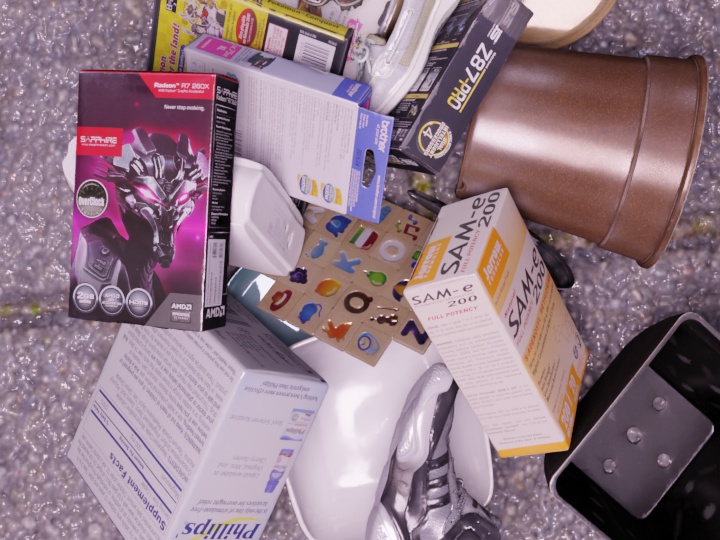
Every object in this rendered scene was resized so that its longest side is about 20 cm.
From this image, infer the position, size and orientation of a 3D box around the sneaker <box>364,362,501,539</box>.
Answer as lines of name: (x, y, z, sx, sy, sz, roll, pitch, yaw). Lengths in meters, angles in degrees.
sneaker: (0.078, 0.189, 0.844, 0.112, 0.076, 0.203, 17, 96, -3)

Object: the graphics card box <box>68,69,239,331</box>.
graphics card box: (-0.167, -0.057, 0.759, 0.123, 0.051, 0.204, 5, 94, 15)

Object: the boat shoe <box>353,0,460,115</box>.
boat shoe: (0.034, -0.218, 0.828, 0.064, 0.075, 0.203, 27, 109, -18)

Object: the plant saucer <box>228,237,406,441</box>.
plant saucer: (-0.052, 0.069, 0.957, 0.196, 0.027, 0.204, 0, 91, -4)

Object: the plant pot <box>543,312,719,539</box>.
plant pot: (0.292, 0.173, 0.900, 0.199, 0.177, 0.200, 40, 89, -2)

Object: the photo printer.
photo printer: (-0.164, -0.062, 0.866, 0.197, 0.167, 0.070, 14, 77, 14)

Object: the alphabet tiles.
alphabet tiles: (0.000, 0.000, 0.908, 0.198, 0.006, 0.167, 25, 62, 22)

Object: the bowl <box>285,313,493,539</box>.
bowl: (0.018, 0.148, 0.912, 0.196, 0.075, 0.203, -12, 92, -3)

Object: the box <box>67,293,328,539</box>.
box: (-0.152, 0.138, 0.855, 0.104, 0.183, 0.202, 16, 104, -46)

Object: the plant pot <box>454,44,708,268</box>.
plant pot: (0.198, -0.121, 0.893, 0.195, 0.200, 0.204, 12, 90, 4)

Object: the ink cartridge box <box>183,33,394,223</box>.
ink cartridge box: (-0.062, -0.125, 0.843, 0.197, 0.042, 0.121, 21, 133, 14)

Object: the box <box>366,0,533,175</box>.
box: (0.062, -0.173, 0.873, 0.049, 0.200, 0.163, 30, 89, -18)

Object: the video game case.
video game case: (-0.114, -0.165, 0.887, 0.178, 0.026, 0.202, 20, 130, 1)

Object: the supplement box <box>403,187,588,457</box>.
supplement box: (0.127, 0.048, 0.838, 0.073, 0.127, 0.201, -14, 121, 32)

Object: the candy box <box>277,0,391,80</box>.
candy box: (-0.079, -0.249, 0.930, 0.198, 0.072, 0.170, 25, 89, -2)

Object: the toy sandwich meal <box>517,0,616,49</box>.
toy sandwich meal: (0.165, -0.315, 0.929, 0.201, 0.070, 0.208, 4, 113, 10)

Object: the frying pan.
frying pan: (0.132, -0.019, 0.907, 0.188, 0.115, 0.031, 8, 125, -40)

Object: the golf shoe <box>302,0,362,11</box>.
golf shoe: (0.034, -0.291, 0.850, 0.197, 0.088, 0.078, -12, 62, -8)
